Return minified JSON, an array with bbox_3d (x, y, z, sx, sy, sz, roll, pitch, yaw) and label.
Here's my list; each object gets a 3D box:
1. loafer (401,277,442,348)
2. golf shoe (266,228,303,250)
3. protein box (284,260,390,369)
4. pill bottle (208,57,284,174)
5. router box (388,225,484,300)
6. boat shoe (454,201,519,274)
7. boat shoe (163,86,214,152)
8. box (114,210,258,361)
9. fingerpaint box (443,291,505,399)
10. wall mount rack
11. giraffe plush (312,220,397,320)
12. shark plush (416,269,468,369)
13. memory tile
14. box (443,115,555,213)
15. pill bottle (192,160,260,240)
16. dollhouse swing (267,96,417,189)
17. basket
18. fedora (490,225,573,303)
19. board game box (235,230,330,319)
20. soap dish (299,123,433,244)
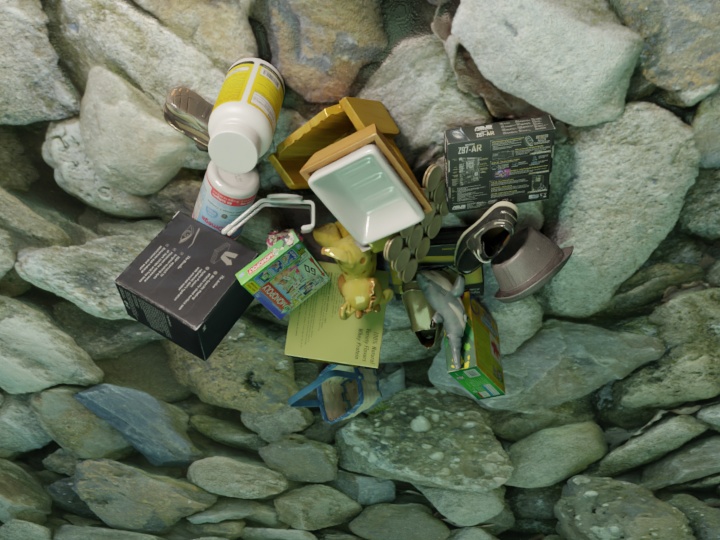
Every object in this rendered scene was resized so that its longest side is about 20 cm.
[{"bbox_3d":[0.137,0.093,1.622,0.074,0.069,0.202,-10,137,19],"label":"loafer"},{"bbox_3d":[-0.152,-0.031,1.520,0.073,0.200,0.094,-2,99,-5],"label":"golf shoe"},{"bbox_3d":[-0.048,0.096,1.604,0.194,0.205,0.135,8,172,0],"label":"protein box"},{"bbox_3d":[-0.197,-0.262,1.291,0.109,0.203,0.114,4,136,4],"label":"pill bottle"},{"bbox_3d":[0.160,-0.013,1.595,0.194,0.053,0.160,-4,135,12],"label":"router box"},{"bbox_3d":[0.236,-0.049,1.461,0.070,0.069,0.201,20,141,-13],"label":"boat shoe"},{"bbox_3d":[-0.277,-0.261,1.407,0.198,0.076,0.073,35,141,-13],"label":"boat shoe"},{"bbox_3d":[-0.320,0.027,1.434,0.196,0.198,0.119,26,147,17],"label":"box"},{"bbox_3d":[0.245,0.168,1.646,0.072,0.171,0.200,-14,150,23],"label":"fingerpaint box"},{"bbox_3d":[-0.170,-0.102,1.422,0.168,0.077,0.200,1,180,-5],"label":"wall mount rack"},{"bbox_3d":[0.000,0.000,1.483,0.167,0.201,0.167,-8,114,-1],"label":"giraffe plush"},{"bbox_3d":[0.168,0.099,1.542,0.081,0.206,0.090,-8,180,-28],"label":"shark plush"},{"bbox_3d":[0.112,-0.087,1.429,0.017,0.203,0.153,24,169,29],"label":"memory tile"},{"bbox_3d":[0.252,-0.192,1.387,0.194,0.044,0.163,-8,134,2],"label":"box"},{"bbox_3d":[-0.275,-0.125,1.505,0.106,0.111,0.202,19,135,-12],"label":"pill bottle"},{"bbox_3d":[-0.024,-0.176,1.361,0.197,0.180,0.180,-28,83,31],"label":"dollhouse swing"},{"bbox_3d":[-0.059,0.295,1.856,0.175,0.142,0.197,-34,153,34],"label":"basket"},{"bbox_3d":[0.325,-0.024,1.496,0.091,0.200,0.175,54,141,-8],"label":"fedora"},{"bbox_3d":[-0.143,0.013,1.446,0.134,0.029,0.200,-38,154,-1],"label":"board game box"},{"bbox_3d":[0.013,-0.148,1.303,0.154,0.083,0.200,-21,133,25],"label":"soap dish"}]
